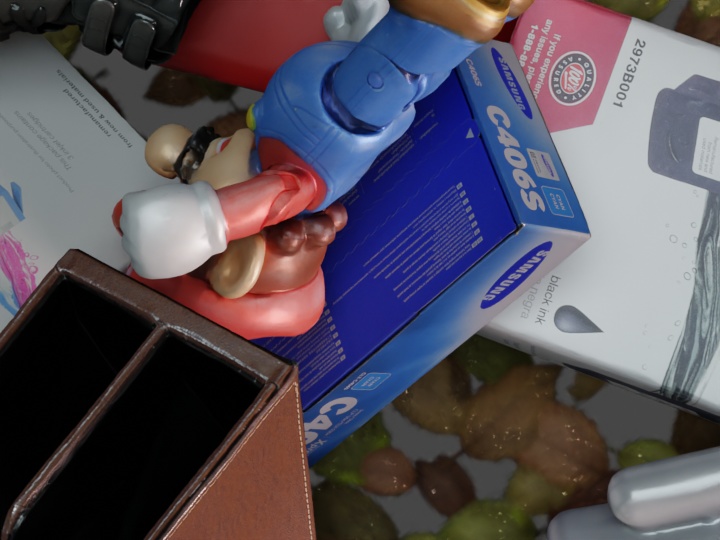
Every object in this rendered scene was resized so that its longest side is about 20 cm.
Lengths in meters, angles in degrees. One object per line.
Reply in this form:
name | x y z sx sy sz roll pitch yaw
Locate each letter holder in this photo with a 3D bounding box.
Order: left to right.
letter holder | -0.096 0.118 0.756 0.100 0.200 0.142 27 61 19

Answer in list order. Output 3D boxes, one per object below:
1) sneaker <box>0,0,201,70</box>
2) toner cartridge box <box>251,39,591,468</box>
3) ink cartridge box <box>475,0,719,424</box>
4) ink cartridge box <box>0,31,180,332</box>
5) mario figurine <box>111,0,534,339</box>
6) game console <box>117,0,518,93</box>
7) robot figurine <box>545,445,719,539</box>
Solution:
sneaker | -0.127 -0.101 0.766 0.200 0.071 0.099 -39 92 -3
toner cartridge box | 0.000 0.000 0.828 0.200 0.043 0.095 -41 57 36
ink cartridge box | 0.143 -0.016 0.862 0.199 0.084 0.145 20 87 8
ink cartridge box | -0.186 0.012 0.821 0.125 0.129 0.200 45 51 7
mario figurine | -0.032 -0.058 0.748 0.200 0.123 0.106 -48 53 27
game console | 0.000 -0.176 0.846 0.171 0.119 0.201 14 105 3
robot figurine | 0.148 0.144 0.829 0.199 0.113 0.170 -10 122 4
